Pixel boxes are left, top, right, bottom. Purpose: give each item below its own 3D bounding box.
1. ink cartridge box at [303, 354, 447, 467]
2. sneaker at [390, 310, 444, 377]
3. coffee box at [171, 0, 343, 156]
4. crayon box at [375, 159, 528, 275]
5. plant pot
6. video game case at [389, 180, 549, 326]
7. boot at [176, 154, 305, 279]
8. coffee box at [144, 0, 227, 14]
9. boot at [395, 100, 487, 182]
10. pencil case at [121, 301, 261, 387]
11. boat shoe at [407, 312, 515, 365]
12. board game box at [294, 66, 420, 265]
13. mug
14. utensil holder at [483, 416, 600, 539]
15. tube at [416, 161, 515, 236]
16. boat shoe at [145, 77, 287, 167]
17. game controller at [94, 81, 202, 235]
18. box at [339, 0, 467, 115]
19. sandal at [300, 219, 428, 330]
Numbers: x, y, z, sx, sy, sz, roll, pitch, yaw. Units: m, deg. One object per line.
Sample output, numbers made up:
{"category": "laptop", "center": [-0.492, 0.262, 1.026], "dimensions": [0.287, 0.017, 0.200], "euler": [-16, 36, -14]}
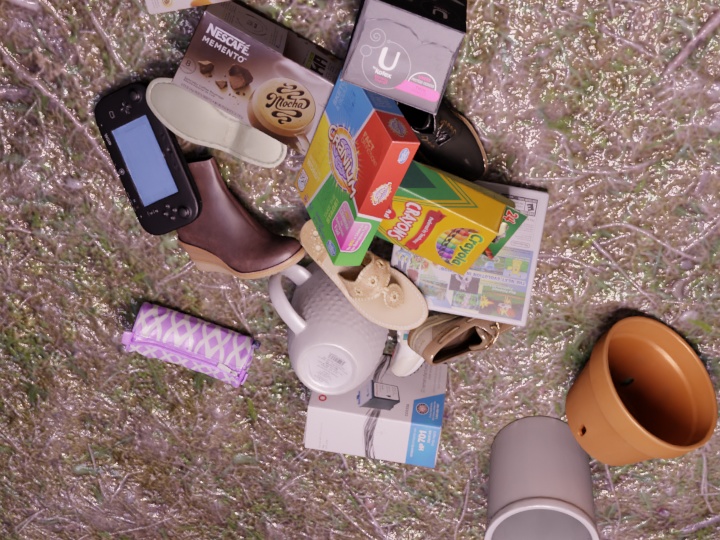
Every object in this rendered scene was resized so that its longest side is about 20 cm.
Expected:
{"category": "ink cartridge box", "center": [0.024, 0.201, 1.654], "dimensions": [0.196, 0.147, 0.087], "euler": [9, 125, 2]}
{"category": "sneaker", "center": [0.072, 0.055, 1.582], "dimensions": [0.092, 0.071, 0.202], "euler": [20, 113, -19]}
{"category": "coffee box", "center": [-0.126, -0.253, 1.423], "dimensions": [0.198, 0.080, 0.114], "euler": [28, 123, -11]}
{"category": "crayon box", "center": [0.101, -0.066, 1.430], "dimensions": [0.197, 0.051, 0.127], "euler": [24, 149, -5]}
{"category": "plant pot", "center": [0.384, 0.186, 1.580], "dimensions": [0.198, 0.202, 0.140], "euler": [30, 139, -12]}
{"category": "video game case", "center": [0.144, -0.032, 1.513], "dimensions": [0.196, 0.022, 0.186], "euler": [10, 95, 1]}
{"category": "boot", "center": [-0.181, -0.076, 1.532], "dimensions": [0.197, 0.072, 0.169], "euler": [-1, 120, 29]}
{"category": "coffee box", "center": [-0.158, -0.377, 1.327], "dimensions": [0.196, 0.115, 0.081], "euler": [-7, 122, 13]}
{"category": "boot", "center": [0.096, -0.170, 1.403], "dimensions": [0.077, 0.139, 0.200], "euler": [-41, 111, 13]}
{"category": "pencil case", "center": [-0.254, 0.115, 1.677], "dimensions": [0.197, 0.086, 0.085], "euler": [18, 122, -3]}
{"category": "boat shoe", "center": [0.162, 0.086, 1.558], "dimensions": [0.198, 0.065, 0.072], "euler": [-19, 131, -24]}
{"category": "board game box", "center": [-0.009, -0.131, 1.371], "dimensions": [0.040, 0.154, 0.201], "euler": [-1, 136, -31]}
{"category": "mug", "center": [-0.052, 0.069, 1.562], "dimensions": [0.147, 0.176, 0.200], "euler": [-38, 111, 27]}
{"category": "utensil holder", "center": [0.272, 0.344, 1.680], "dimensions": [0.167, 0.201, 0.172], "euler": [4, 124, 5]}
{"category": "tube", "center": [0.107, -0.109, 1.455], "dimensions": [0.197, 0.052, 0.058], "euler": [24, 135, -8]}
{"category": "boat shoe", "center": [-0.189, -0.200, 1.477], "dimensions": [0.199, 0.061, 0.072], "euler": [26, 111, -9]}
{"category": "game controller", "center": [-0.288, -0.150, 1.505], "dimensions": [0.103, 0.042, 0.203], "euler": [-20, 98, 18]}
{"category": "box", "center": [0.054, -0.283, 1.303], "dimensions": [0.120, 0.201, 0.107], "euler": [19, 120, -5]}
{"category": "sandal", "center": [-0.004, 0.005, 1.482], "dimensions": [0.211, 0.070, 0.078], "euler": [40, 92, 13]}
